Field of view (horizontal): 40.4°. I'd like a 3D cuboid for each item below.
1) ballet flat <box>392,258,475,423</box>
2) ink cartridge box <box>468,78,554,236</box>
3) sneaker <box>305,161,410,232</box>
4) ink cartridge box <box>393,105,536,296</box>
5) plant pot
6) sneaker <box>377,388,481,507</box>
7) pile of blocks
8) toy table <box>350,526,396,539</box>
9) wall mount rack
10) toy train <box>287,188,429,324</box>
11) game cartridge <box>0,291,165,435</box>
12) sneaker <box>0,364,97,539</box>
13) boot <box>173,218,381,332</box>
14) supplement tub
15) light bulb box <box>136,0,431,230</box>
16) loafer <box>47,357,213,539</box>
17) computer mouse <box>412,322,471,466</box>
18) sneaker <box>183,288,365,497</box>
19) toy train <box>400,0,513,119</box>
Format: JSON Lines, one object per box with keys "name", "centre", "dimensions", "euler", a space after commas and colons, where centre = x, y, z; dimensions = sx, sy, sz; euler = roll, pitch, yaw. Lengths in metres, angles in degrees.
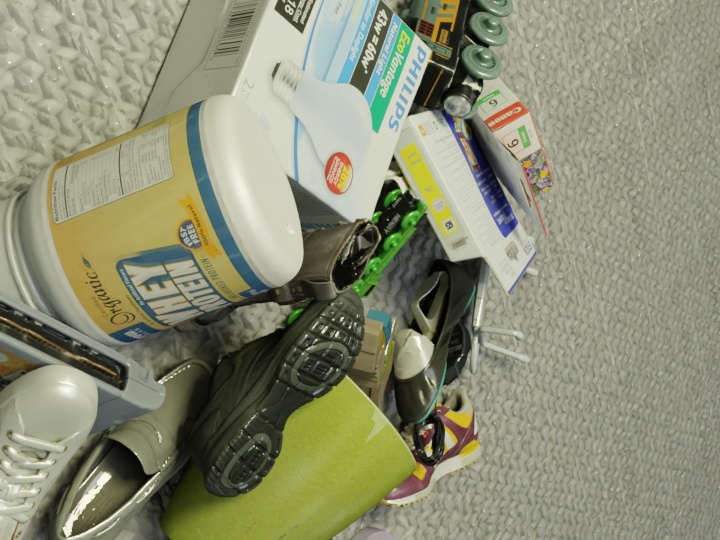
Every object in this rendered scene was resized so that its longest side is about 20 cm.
{"name": "ballet flat", "centre": [0.071, 0.072, 1.115], "dimensions": [0.068, 0.067, 0.202], "euler": [43, 55, -31]}
{"name": "ink cartridge box", "centre": [0.170, -0.140, 1.090], "dimensions": [0.050, 0.201, 0.110], "euler": [-28, 130, 1]}
{"name": "sneaker", "centre": [0.033, -0.072, 1.018], "dimensions": [0.199, 0.099, 0.076], "euler": [-22, 100, -44]}
{"name": "ink cartridge box", "centre": [0.112, -0.078, 1.044], "dimensions": [0.202, 0.046, 0.197], "euler": [64, 22, -4]}
{"name": "plant pot", "centre": [-0.081, 0.190, 0.895], "dimensions": [0.200, 0.186, 0.188], "euler": [-45, 127, -16]}
{"name": "sneaker", "centre": [0.065, 0.201, 1.124], "dimensions": [0.199, 0.074, 0.092], "euler": [-20, 102, -51]}
{"name": "pile of blocks", "centre": [-0.003, 0.076, 0.998], "dimensions": [0.200, 0.061, 0.083], "euler": [82, 23, -69]}
{"name": "toy table", "centre": [0.038, 0.403, 1.085], "dimensions": [0.182, 0.116, 0.204], "euler": [-15, 108, -45]}
{"name": "wall mount rack", "centre": [0.180, 0.036, 1.211], "dimensions": [0.174, 0.073, 0.204], "euler": [58, 40, -74]}
{"name": "toy train", "centre": [0.000, 0.000, 0.964], "dimensions": [0.201, 0.042, 0.056], "euler": [-50, 154, 20]}
{"name": "game cartridge", "centre": [-0.256, 0.071, 0.703], "dimensions": [0.199, 0.132, 0.042], "euler": [36, 40, -40]}
{"name": "sneaker", "centre": [-0.243, 0.154, 0.685], "dimensions": [0.072, 0.085, 0.200], "euler": [23, 121, -34]}
{"name": "boot", "centre": [-0.062, -0.012, 0.838], "dimensions": [0.201, 0.171, 0.070], "euler": [-67, 139, -58]}
{"name": "supplement tub", "centre": [-0.155, -0.030, 0.726], "dimensions": [0.145, 0.197, 0.147], "euler": [-20, 90, -80]}
{"name": "light bulb box", "centre": [-0.062, -0.165, 0.885], "dimensions": [0.199, 0.124, 0.201], "euler": [33, 72, -44]}
{"name": "loafer", "centre": [-0.187, 0.155, 0.827], "dimensions": [0.201, 0.069, 0.070], "euler": [-57, 176, -26]}
{"name": "computer mouse", "centre": [0.096, 0.139, 1.112], "dimensions": [0.034, 0.058, 0.202], "euler": [47, 40, -30]}
{"name": "sneaker", "centre": [-0.078, 0.085, 0.812], "dimensions": [0.200, 0.091, 0.076], "euler": [-49, 138, -4]}
{"name": "toy train", "centre": [0.093, -0.247, 1.035], "dimensions": [0.112, 0.086, 0.202], "euler": [22, 51, -9]}
